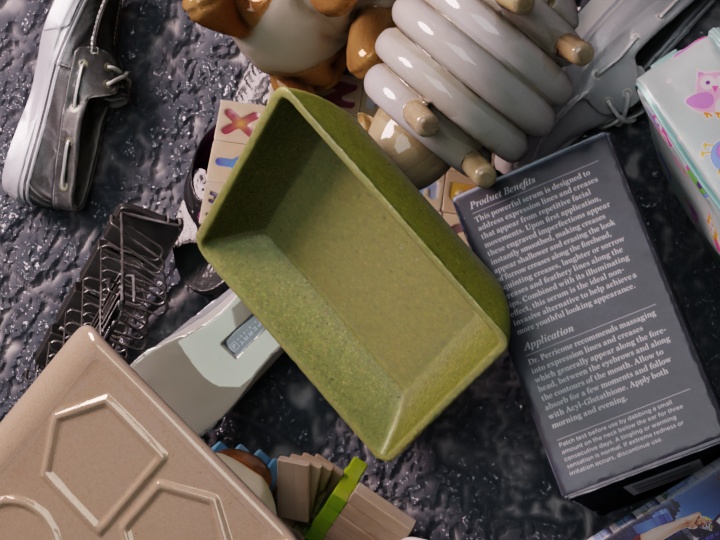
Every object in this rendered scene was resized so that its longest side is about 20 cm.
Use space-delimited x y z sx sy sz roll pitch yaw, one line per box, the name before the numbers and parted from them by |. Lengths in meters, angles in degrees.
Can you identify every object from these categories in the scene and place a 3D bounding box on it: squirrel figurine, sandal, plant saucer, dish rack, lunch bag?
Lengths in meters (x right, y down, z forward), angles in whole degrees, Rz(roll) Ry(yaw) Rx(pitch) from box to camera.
squirrel figurine | -0.004 -0.219 1.049 0.186 0.142 0.200 -32 30 19
sandal | -0.093 -0.081 1.115 0.075 0.048 0.201 12 77 32
plant saucer | 0.000 0.000 0.957 0.048 0.200 0.200 -36 81 -34
dish rack | -0.175 0.047 1.033 0.054 0.200 0.154 26 106 -17
lunch bag | 0.235 -0.055 0.939 0.077 0.200 0.161 -28 70 7

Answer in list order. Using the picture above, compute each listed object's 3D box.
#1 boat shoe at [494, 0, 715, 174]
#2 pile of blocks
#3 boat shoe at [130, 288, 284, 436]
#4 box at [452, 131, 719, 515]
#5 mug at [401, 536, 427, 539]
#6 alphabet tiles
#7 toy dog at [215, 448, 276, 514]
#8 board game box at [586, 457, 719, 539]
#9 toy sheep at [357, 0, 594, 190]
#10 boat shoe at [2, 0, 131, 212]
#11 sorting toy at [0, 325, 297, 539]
boat shoe | 0.172 -0.136 1.052 0.068 0.072 0.200 37 81 21
pile of blocks | -0.053 0.144 1.050 0.199 0.062 0.082 12 119 14
boat shoe | -0.094 0.057 1.083 0.201 0.072 0.070 -41 87 -2
box | 0.151 0.039 0.971 0.107 0.148 0.201 -22 72 10
mug | 0.015 0.252 0.949 0.199 0.148 0.176 27 74 -15
alphabet tiles | -0.007 -0.063 1.074 0.199 0.006 0.167 8 64 1
toy dog | -0.125 0.205 0.991 0.193 0.140 0.201 27 120 2
board game box | 0.235 0.209 0.925 0.199 0.062 0.201 -31 96 0
toy sheep | 0.074 -0.129 0.944 0.200 0.138 0.138 -47 70 6
boat shoe | -0.206 -0.139 1.168 0.071 0.072 0.201 18 93 10
sorting toy | -0.153 0.163 0.915 0.200 0.036 0.185 44 101 17
